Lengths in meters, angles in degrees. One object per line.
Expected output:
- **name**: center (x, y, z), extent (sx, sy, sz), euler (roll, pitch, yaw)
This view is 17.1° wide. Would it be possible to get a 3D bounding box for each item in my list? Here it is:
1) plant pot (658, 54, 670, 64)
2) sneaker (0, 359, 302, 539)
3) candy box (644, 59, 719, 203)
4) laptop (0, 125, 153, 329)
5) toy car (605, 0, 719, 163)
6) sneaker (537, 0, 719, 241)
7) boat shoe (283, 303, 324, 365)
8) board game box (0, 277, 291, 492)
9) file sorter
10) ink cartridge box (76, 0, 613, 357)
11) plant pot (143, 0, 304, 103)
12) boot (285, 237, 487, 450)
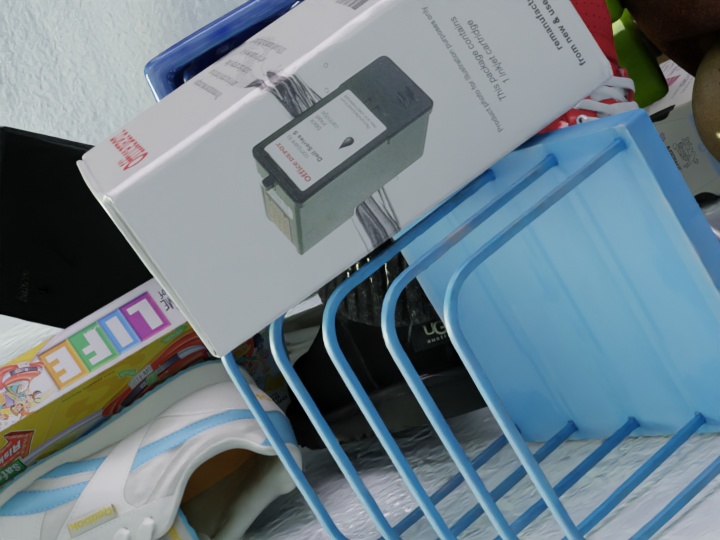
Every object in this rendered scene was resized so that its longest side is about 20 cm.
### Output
- **plant pot**: center (0.159, -0.175, 1.593), extent (0.186, 0.187, 0.200), euler (-34, -20, -27)
- **sneaker**: center (-0.118, 0.127, 1.162), extent (0.200, 0.077, 0.081), euler (-40, 37, -6)
- **candy box**: center (0.168, -0.074, 1.408), extent (0.199, 0.061, 0.136), euler (-24, 12, 32)
- **laptop**: center (-0.086, -0.044, 1.267), extent (0.200, 0.116, 0.188), euler (-41, -14, -28)
- **toy car**: center (0.204, -0.103, 1.203), extent (0.164, 0.201, 0.158), euler (-28, -35, 11)
- **sneaker**: center (0.118, -0.051, 1.129), extent (0.071, 0.202, 0.112), euler (-1, 0, -32)
- **boat shoe**: center (0.033, 0.005, 1.320), extent (0.201, 0.086, 0.075), euler (-26, 11, 15)
- **board game box**: center (-0.129, 0.075, 1.216), extent (0.199, 0.034, 0.135), euler (-31, -30, -13)
- **file sorter**: center (0.053, 0.038, 0.976), extent (0.123, 0.139, 0.200), euler (-38, 14, -28)
- **ink cartridge box**: center (-0.012, -0.063, 1.005), extent (0.199, 0.084, 0.145), euler (-35, 13, -3)
- **plant pot**: center (-0.016, -0.113, 1.739), extent (0.199, 0.201, 0.180), euler (-27, 4, 11)
- **boot**: center (0.002, -0.001, 1.184), extent (0.079, 0.159, 0.211), euler (-17, -1, -23)
